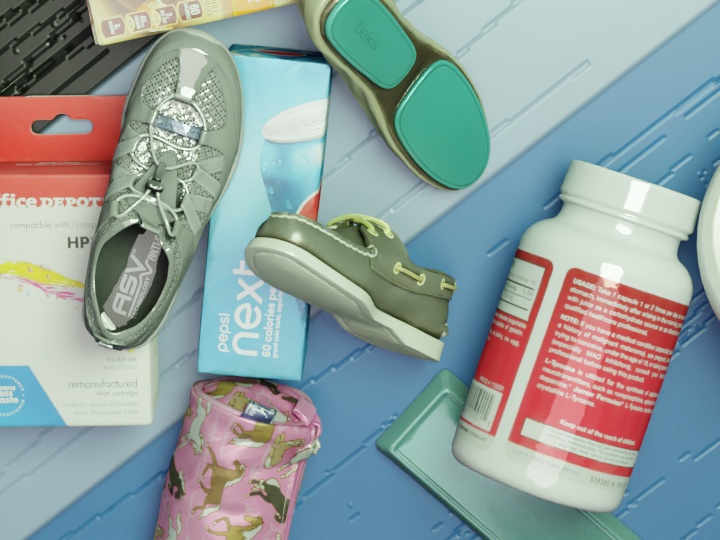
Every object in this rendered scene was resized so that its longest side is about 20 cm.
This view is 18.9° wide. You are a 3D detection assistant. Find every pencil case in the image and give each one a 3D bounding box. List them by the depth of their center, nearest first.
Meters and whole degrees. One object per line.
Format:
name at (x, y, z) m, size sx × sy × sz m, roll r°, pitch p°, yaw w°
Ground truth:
pencil case at (-0.085, 0.170, 1.383) m, size 0.083 × 0.086 × 0.201 m, roll 7°, pitch 103°, yaw -32°

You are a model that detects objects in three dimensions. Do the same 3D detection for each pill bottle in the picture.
pill bottle at (0.138, 0.039, 1.337) m, size 0.112 × 0.112 × 0.200 m, roll 19°, pitch 93°, yaw -4°

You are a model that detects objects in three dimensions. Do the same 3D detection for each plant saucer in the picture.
plant saucer at (0.106, 0.155, 1.412) m, size 0.200 × 0.019 × 0.070 m, roll 41°, pitch 98°, yaw -8°

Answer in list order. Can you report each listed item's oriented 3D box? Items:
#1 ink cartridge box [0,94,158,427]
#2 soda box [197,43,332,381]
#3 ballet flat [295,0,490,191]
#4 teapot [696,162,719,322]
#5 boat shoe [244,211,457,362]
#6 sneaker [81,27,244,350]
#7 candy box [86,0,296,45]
ink cartridge box at (-0.187, -0.007, 1.354) m, size 0.116 × 0.067 × 0.201 m, roll -1°, pitch 100°, yaw -1°
soda box at (-0.059, -0.037, 1.351) m, size 0.068 × 0.064 × 0.201 m, roll 5°, pitch 101°, yaw -1°
ballet flat at (0.017, -0.123, 1.319) m, size 0.069 × 0.070 × 0.200 m, roll -33°, pitch 137°, yaw 6°
teapot at (0.309, -0.015, 1.321) m, size 0.200 × 0.146 × 0.198 m, roll -14°, pitch 75°, yaw 22°
boat shoe at (-0.003, -0.001, 1.307) m, size 0.072 × 0.202 × 0.060 m, roll 14°, pitch 79°, yaw 33°
sneaker at (-0.114, -0.042, 1.274) m, size 0.075 × 0.082 × 0.201 m, roll 13°, pitch 99°, yaw -5°
candy box at (-0.075, -0.215, 1.321) m, size 0.199 × 0.055 × 0.116 m, roll -12°, pitch 100°, yaw 2°
